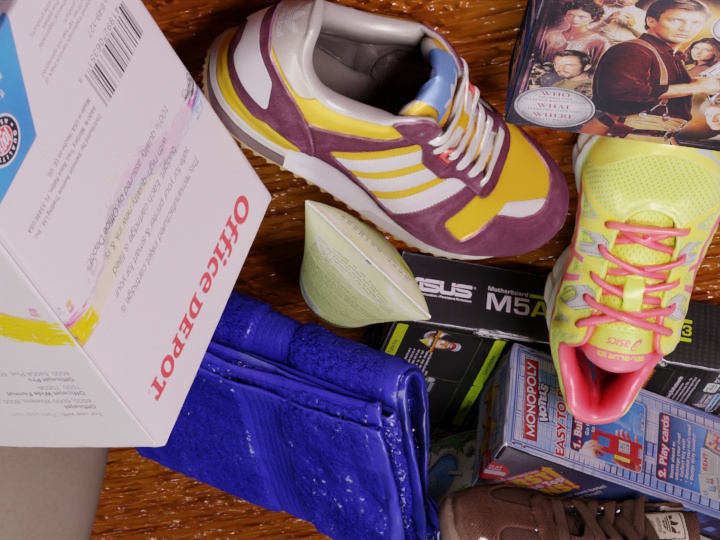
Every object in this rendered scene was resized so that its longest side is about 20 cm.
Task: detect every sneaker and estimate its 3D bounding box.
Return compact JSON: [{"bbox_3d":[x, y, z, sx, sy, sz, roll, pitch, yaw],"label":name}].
[{"bbox_3d":[0.133,0.138,1.464,0.200,0.071,0.076,20,131,-32],"label":"sneaker"},{"bbox_3d":[0.029,-0.063,1.289,0.200,0.075,0.090,21,155,-30],"label":"sneaker"},{"bbox_3d":[0.133,0.002,1.367,0.078,0.090,0.200,7,143,0],"label":"sneaker"}]

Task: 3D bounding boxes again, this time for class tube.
[{"bbox_3d":[0.000,0.000,1.366,0.058,0.052,0.200,2,177,-2],"label":"tube"}]

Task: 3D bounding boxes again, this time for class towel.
[{"bbox_3d":[-0.051,0.080,1.501,0.200,0.050,0.148,20,138,29],"label":"towel"}]

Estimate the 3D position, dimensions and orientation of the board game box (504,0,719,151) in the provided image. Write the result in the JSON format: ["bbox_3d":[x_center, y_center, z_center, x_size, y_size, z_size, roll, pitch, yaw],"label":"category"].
[{"bbox_3d":[0.171,-0.097,1.236,0.200,0.035,0.136,7,153,-2],"label":"board game box"}]

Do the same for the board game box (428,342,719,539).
[{"bbox_3d":[0.107,0.112,1.536,0.200,0.062,0.200,-19,144,40],"label":"board game box"}]

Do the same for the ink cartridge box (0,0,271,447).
[{"bbox_3d":[-0.161,-0.037,1.235,0.144,0.147,0.200,0,140,32],"label":"ink cartridge box"}]

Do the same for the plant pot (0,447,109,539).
[{"bbox_3d":[-0.240,0.176,1.632,0.187,0.200,0.187,3,170,1],"label":"plant pot"}]

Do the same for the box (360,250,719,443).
[{"bbox_3d":[0.095,0.063,1.562,0.193,0.048,0.200,11,154,-5],"label":"box"}]
